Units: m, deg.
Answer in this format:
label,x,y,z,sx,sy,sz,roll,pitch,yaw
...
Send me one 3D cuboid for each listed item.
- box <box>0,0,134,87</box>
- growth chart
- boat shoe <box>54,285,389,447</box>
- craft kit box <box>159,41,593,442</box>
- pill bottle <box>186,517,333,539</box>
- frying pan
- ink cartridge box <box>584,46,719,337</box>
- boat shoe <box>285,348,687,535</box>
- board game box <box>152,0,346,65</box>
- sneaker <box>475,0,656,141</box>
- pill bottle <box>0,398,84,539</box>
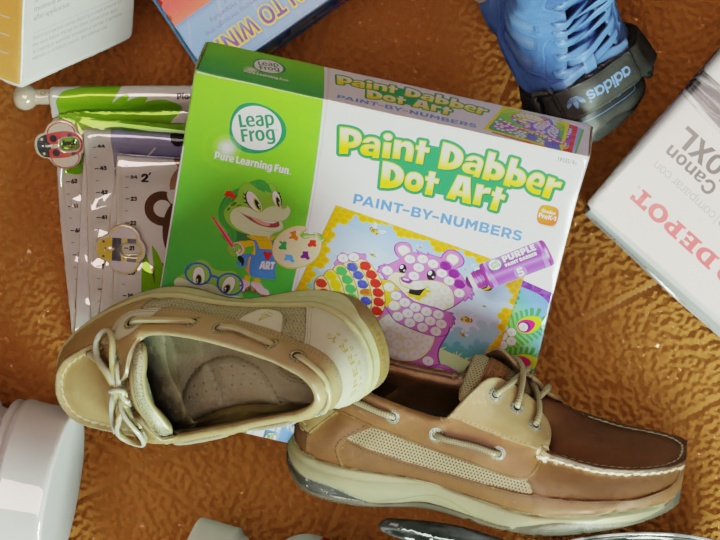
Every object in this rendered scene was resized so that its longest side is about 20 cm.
label,x,y,z,sx,sy,sz,roll,pitch,yaw
box,-0.184,-0.212,1.309,0.124,0.097,0.201,19,119,26
growth chart,-0.097,-0.008,1.379,0.144,0.018,0.201,-5,108,8
boat shoe,-0.081,0.052,1.285,0.200,0.063,0.074,-3,110,35
craft kit box,0.000,0.000,1.326,0.199,0.049,0.199,12,115,1
pill bottle,-0.003,0.203,1.348,0.199,0.116,0.117,18,93,4
frying pan,0.113,0.146,1.312,0.115,0.189,0.031,-21,61,40
ink cartridge box,0.230,-0.058,1.336,0.145,0.083,0.200,41,94,3
boat shoe,0.062,0.080,1.294,0.199,0.076,0.074,5,112,5
board game box,-0.050,-0.233,1.370,0.199,0.056,0.196,-34,89,5
sneaker,0.110,-0.122,1.290,0.076,0.200,0.112,-29,94,-10
pill bottle,-0.251,0.103,1.369,0.199,0.114,0.115,10,92,4
